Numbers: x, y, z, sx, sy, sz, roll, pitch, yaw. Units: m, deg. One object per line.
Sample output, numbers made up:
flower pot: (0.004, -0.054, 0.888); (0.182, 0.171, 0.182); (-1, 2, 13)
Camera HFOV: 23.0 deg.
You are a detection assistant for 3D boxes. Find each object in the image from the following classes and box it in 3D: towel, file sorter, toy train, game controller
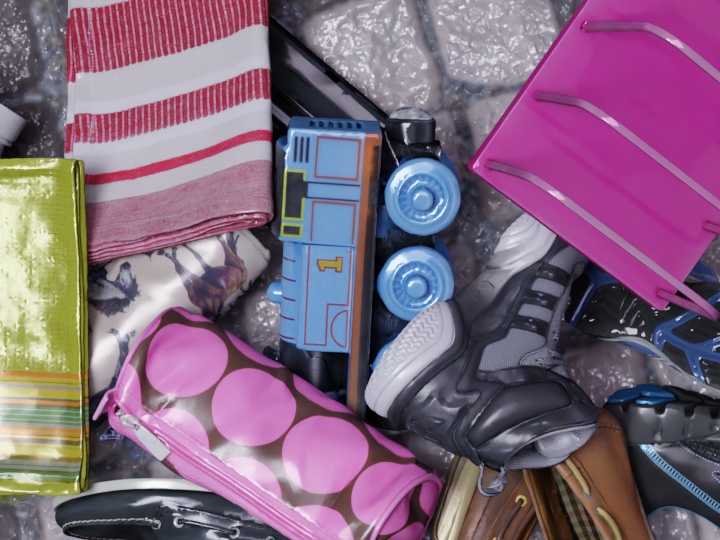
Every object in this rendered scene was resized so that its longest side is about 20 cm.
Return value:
towel: (-0.121, -0.108, 1.092); (0.143, 0.023, 0.202); (-13, 64, 21)
towel: (-0.206, 0.034, 1.058); (0.085, 0.018, 0.202); (-1, 91, 5)
file sorter: (0.180, -0.092, 0.931); (0.139, 0.125, 0.201); (35, 91, -11)
toy train: (0.000, 0.000, 1.070); (0.113, 0.087, 0.202); (4, 102, 1)
game controller: (-0.058, -0.095, 1.135); (0.200, 0.042, 0.105); (41, 104, 10)

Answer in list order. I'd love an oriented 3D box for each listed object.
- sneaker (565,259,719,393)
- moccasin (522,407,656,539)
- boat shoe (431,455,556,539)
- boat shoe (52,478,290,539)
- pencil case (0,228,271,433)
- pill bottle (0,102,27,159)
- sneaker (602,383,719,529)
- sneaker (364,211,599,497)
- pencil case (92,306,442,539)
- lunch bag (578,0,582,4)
sneaker: (0.181, 0.023, 1.067); (0.200, 0.077, 0.076); (37, 96, 31)
moccasin: (0.143, 0.183, 1.035); (0.077, 0.073, 0.203); (-23, 103, -39)
boat shoe: (0.065, 0.205, 1.062); (0.067, 0.072, 0.202); (15, 83, 11)
boat shoe: (-0.093, 0.167, 1.086); (0.197, 0.075, 0.067); (2, 70, -2)
pencil case: (-0.150, 0.028, 1.107); (0.200, 0.078, 0.090); (-43, 56, 1)
pill bottle: (-0.297, -0.032, 1.115); (0.112, 0.112, 0.201); (32, 89, 10)
sneaker: (0.245, 0.115, 1.060); (0.198, 0.073, 0.083); (3, 100, 13)
sneaker: (0.103, 0.042, 1.003); (0.114, 0.076, 0.200); (43, 64, 12)
pencil case: (-0.054, 0.107, 1.027); (0.199, 0.094, 0.091); (29, 115, 14)
lunch bag: (0.215, -0.235, 1.068); (0.166, 0.139, 0.202); (-12, 84, -13)
